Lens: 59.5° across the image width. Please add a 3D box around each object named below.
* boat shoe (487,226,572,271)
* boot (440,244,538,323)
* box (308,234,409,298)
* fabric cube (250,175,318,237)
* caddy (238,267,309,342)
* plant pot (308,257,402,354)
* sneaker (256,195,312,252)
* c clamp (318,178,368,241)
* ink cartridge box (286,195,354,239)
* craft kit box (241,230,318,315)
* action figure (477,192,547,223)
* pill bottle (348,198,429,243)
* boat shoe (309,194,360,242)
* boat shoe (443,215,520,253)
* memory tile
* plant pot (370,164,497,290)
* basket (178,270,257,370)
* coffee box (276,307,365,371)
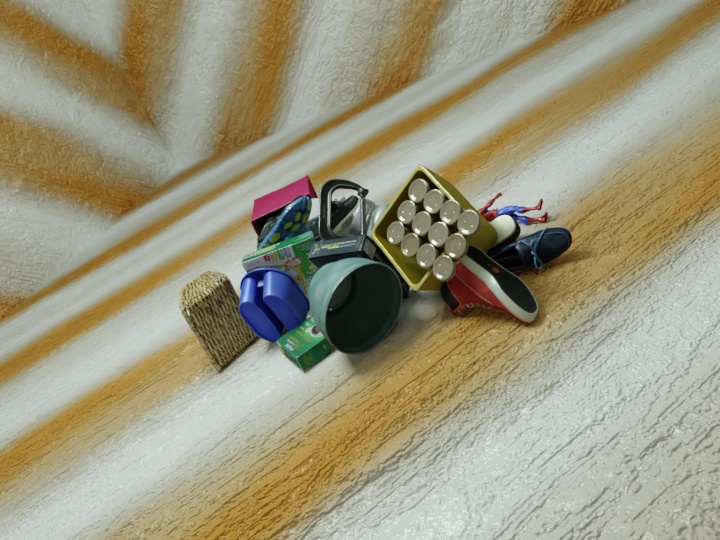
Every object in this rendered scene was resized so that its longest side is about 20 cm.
[{"bbox_3d":[0.349,-0.028,1.326,0.199,0.085,0.069,-28,2,30],"label":"boat shoe"},{"bbox_3d":[0.251,0.063,1.256,0.072,0.145,0.200,-19,53,-41],"label":"boot"},{"bbox_3d":[0.000,0.000,1.442,0.157,0.200,0.051,-5,54,38],"label":"box"},{"bbox_3d":[-0.199,-0.139,1.901,0.198,0.197,0.200,-25,23,4],"label":"fabric cube"},{"bbox_3d":[-0.207,0.078,1.510,0.140,0.201,0.106,-14,44,18],"label":"caddy"},{"bbox_3d":[-0.028,0.058,1.336,0.200,0.202,0.134,-36,38,-21],"label":"plant pot"},{"bbox_3d":[-0.197,-0.118,1.558,0.200,0.070,0.083,-45,46,25],"label":"sneaker"},{"bbox_3d":[-0.017,-0.122,1.472,0.169,0.202,0.027,-4,-17,-8],"label":"c clamp"},{"bbox_3d":[-0.089,-0.071,1.663,0.144,0.201,0.147,3,38,49],"label":"ink cartridge box"},{"bbox_3d":[-0.163,0.021,1.561,0.198,0.199,0.049,-19,29,15],"label":"craft kit box"},{"bbox_3d":[0.364,-0.154,1.557,0.198,0.066,0.099,-5,41,35],"label":"action figure"},{"bbox_3d":[0.079,-0.096,1.542,0.198,0.114,0.113,23,34,-1],"label":"pill bottle"},{"bbox_3d":[-0.066,-0.140,1.532,0.074,0.066,0.200,-30,18,48],"label":"boat shoe"},{"bbox_3d":[0.279,-0.061,1.470,0.200,0.063,0.074,-28,65,24],"label":"boat shoe"},{"bbox_3d":[0.143,-0.083,1.264,0.200,0.017,0.154,40,110,39],"label":"memory tile"},{"bbox_3d":[0.184,-0.079,1.373,0.196,0.199,0.195,-54,51,23],"label":"plant pot"},{"bbox_3d":[-0.375,0.120,1.565,0.142,0.201,0.149,9,42,48],"label":"basket"},{"bbox_3d":[-0.085,0.140,1.441,0.199,0.044,0.123,-35,29,-20],"label":"coffee box"}]
